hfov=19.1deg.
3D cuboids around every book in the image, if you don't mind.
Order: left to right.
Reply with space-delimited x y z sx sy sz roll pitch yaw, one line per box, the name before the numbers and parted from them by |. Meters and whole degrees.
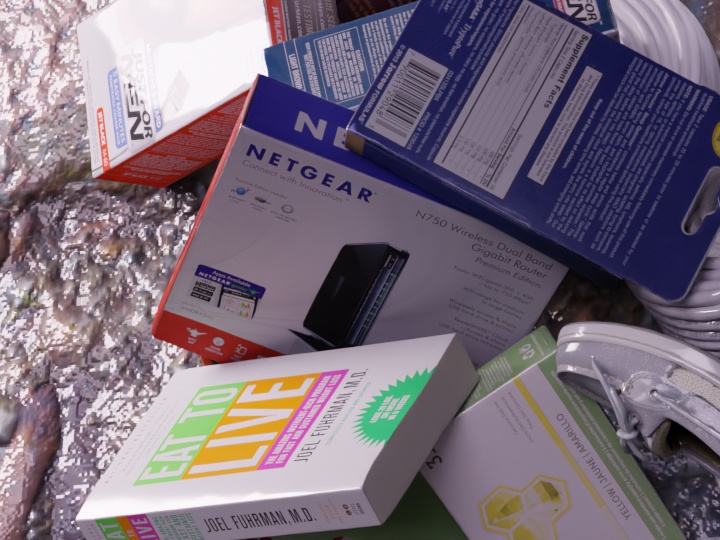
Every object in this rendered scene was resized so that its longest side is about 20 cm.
book | -0.046 0.100 1.182 0.199 0.048 0.134 -11 27 34

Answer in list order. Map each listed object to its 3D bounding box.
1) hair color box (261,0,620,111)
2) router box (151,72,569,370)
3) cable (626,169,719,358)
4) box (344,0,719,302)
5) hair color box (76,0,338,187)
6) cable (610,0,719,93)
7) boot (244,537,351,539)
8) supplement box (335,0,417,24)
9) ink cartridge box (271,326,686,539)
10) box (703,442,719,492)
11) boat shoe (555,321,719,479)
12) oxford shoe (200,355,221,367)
hair color box | 0.052 -0.110 1.240 0.199 0.100 0.061 -16 65 6
router box | 0.000 0.000 1.222 0.199 0.180 0.049 21 43 -6
cable | 0.247 -0.020 1.178 0.199 0.069 0.200 -12 28 40
box | 0.106 -0.073 1.145 0.199 0.032 0.122 28 74 6
hair color box | -0.099 -0.138 1.362 0.199 0.064 0.112 -24 68 44
cable | 0.120 -0.104 1.318 0.199 0.069 0.201 32 84 28
boot | -0.059 0.142 1.253 0.072 0.144 0.201 21 78 28
supplement box | 0.041 -0.229 1.387 0.199 0.086 0.111 -28 63 10
ink cartridge box | 0.062 0.145 1.210 0.199 0.146 0.048 -34 19 4
box | 0.295 0.103 1.153 0.199 0.101 0.113 -24 63 12
boat shoe | 0.182 0.088 1.105 0.201 0.074 0.065 28 77 21
oxford shoe | -0.038 -0.022 1.335 0.071 0.073 0.201 31 92 8
